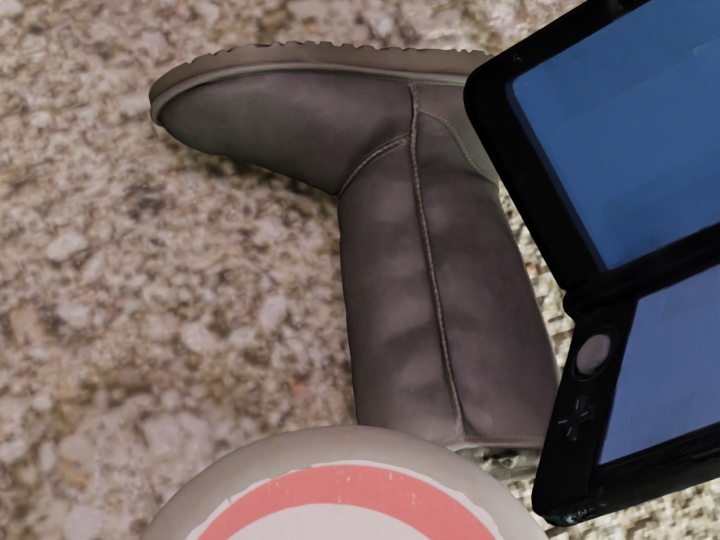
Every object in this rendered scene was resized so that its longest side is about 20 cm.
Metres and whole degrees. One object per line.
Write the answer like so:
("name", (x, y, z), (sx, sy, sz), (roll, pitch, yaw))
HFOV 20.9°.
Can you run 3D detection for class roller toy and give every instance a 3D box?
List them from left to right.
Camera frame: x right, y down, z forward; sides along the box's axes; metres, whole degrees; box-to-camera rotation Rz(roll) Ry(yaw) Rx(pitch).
("roller toy", (-0.009, 0.161, 0.758), (0.200, 0.140, 0.182), (-38, 74, -17))

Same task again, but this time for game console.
("game console", (0.119, -0.017, 0.764), (0.116, 0.200, 0.176), (36, 52, -22))

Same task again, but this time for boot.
("boot", (-0.001, -0.001, 0.873), (0.181, 0.073, 0.200), (-2, 74, -4))
